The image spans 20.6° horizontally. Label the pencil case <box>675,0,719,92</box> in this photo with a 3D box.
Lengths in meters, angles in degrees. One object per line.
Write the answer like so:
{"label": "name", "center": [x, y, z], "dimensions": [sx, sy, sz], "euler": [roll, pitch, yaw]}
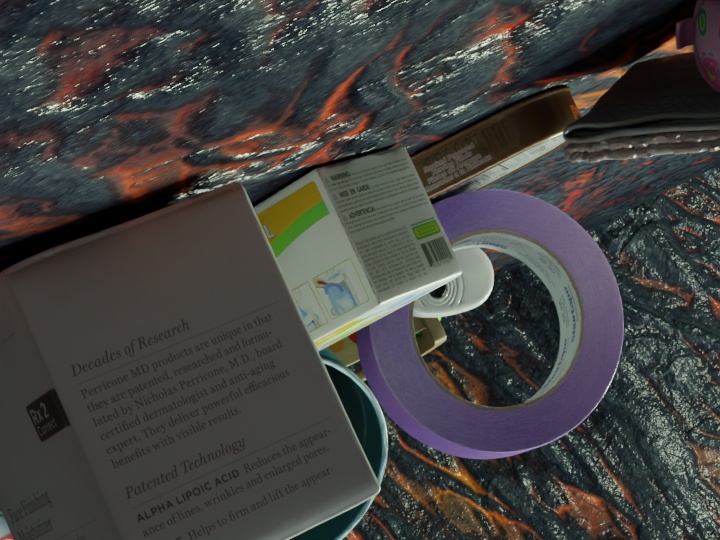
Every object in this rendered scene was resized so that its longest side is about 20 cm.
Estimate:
{"label": "pencil case", "center": [0.320, -0.185, 1.377], "dimensions": [0.199, 0.088, 0.087], "euler": [-23, 175, -21]}

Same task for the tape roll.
{"label": "tape roll", "center": [0.099, 0.042, 1.521], "dimensions": [0.199, 0.201, 0.066], "euler": [-24, 174, -12]}

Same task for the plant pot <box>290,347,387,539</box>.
{"label": "plant pot", "center": [-0.101, 0.116, 1.620], "dimensions": [0.199, 0.201, 0.188], "euler": [-24, -150, -8]}

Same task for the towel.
{"label": "towel", "center": [0.265, -0.128, 1.433], "dimensions": [0.199, 0.032, 0.191], "euler": [-3, -160, 29]}

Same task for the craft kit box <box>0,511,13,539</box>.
{"label": "craft kit box", "center": [-0.246, 0.160, 1.453], "dimensions": [0.048, 0.199, 0.200], "euler": [-11, -176, 35]}

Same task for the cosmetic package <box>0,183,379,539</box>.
{"label": "cosmetic package", "center": [-0.125, 0.085, 1.168], "dimensions": [0.164, 0.201, 0.165], "euler": [-23, 175, -31]}

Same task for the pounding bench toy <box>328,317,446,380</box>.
{"label": "pounding bench toy", "center": [-0.004, 0.035, 1.790], "dimensions": [0.155, 0.125, 0.200], "euler": [-24, 175, -16]}

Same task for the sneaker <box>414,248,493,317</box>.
{"label": "sneaker", "center": [0.000, 0.000, 1.615], "dimensions": [0.198, 0.074, 0.112], "euler": [1, 180, -24]}

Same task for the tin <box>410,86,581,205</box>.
{"label": "tin", "center": [0.078, -0.080, 1.514], "dimensions": [0.199, 0.042, 0.112], "euler": [-26, 171, 10]}

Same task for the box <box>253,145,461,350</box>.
{"label": "box", "center": [-0.048, 0.006, 1.398], "dimensions": [0.199, 0.102, 0.112], "euler": [-29, 174, 37]}
